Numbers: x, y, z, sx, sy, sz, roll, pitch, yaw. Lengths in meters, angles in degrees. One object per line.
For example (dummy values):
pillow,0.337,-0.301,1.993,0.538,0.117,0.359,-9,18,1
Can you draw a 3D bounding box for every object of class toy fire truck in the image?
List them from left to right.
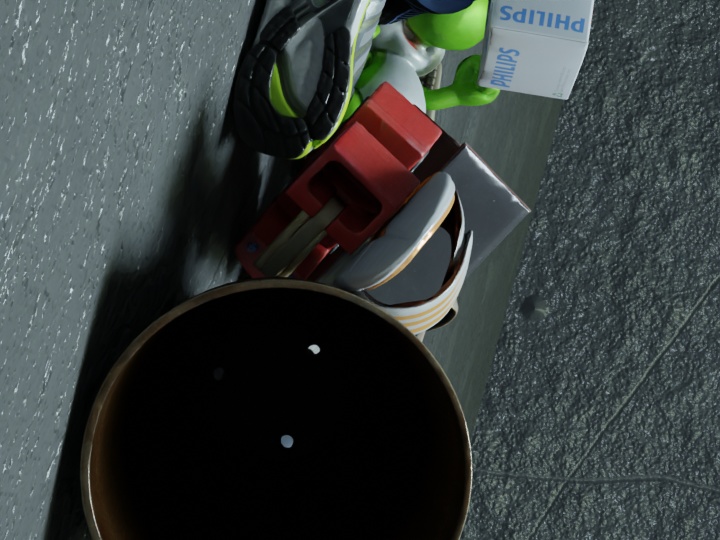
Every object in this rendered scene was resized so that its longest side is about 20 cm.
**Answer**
toy fire truck,-0.020,-0.034,1.248,0.200,0.049,0.141,-44,-175,45

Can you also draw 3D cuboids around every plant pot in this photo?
plant pot,-0.045,0.080,1.162,0.200,0.186,0.187,-109,-148,-80

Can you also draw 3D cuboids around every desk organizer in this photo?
desk organizer,0.000,0.000,1.386,0.200,0.072,0.077,-46,-144,2

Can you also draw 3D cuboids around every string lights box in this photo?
string lights box,0.112,-0.213,1.313,0.103,0.059,0.201,97,2,-77

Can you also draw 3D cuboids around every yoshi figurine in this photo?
yoshi figurine,0.034,-0.131,1.476,0.113,0.112,0.200,78,25,-58

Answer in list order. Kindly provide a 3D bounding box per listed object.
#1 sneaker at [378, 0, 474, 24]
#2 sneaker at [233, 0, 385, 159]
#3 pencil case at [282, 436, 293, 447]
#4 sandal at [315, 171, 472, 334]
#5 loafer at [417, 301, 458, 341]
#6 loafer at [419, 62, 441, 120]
sneaker,0.026,-0.177,1.354,0.078,0.070,0.200,-36,-170,12
sneaker,-0.018,-0.155,1.249,0.081,0.074,0.200,79,33,-86
pencil case,-0.044,0.135,1.470,0.083,0.090,0.200,96,13,-49
sandal,0.027,-0.001,1.211,0.079,0.059,0.207,-47,-177,-9
loafer,0.032,0.032,1.477,0.200,0.063,0.072,-57,170,-32
loafer,0.018,-0.067,1.572,0.068,0.075,0.200,81,24,-56
